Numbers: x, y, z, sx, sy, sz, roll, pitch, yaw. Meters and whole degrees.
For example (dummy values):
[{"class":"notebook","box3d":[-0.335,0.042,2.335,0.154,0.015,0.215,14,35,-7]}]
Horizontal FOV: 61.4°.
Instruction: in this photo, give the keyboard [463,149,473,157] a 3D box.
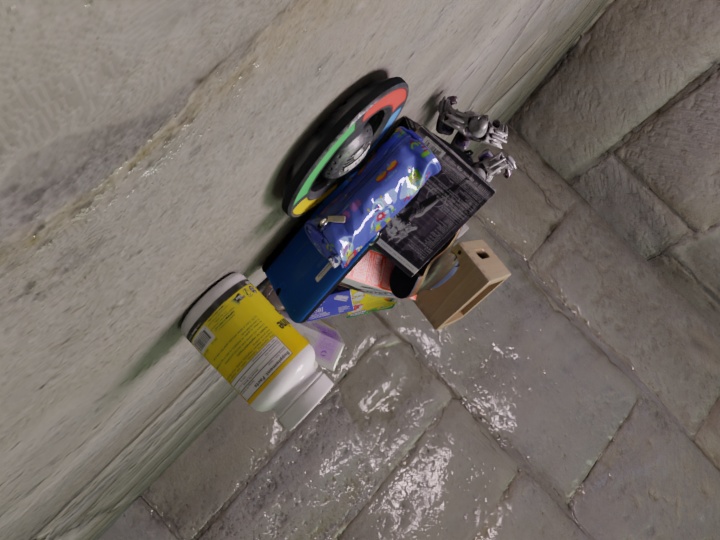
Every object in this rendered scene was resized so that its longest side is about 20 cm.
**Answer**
[{"class":"keyboard","box3d":[0.096,-0.176,1.094,0.197,0.021,0.127,-17,-174,-7]}]

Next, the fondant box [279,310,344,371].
[{"class":"fondant box","box3d":[-0.114,0.115,1.171,0.059,0.143,0.200,-64,-169,4]}]

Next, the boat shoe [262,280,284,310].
[{"class":"boat shoe","box3d":[-0.117,0.022,1.115,0.072,0.076,0.200,-45,177,41]}]

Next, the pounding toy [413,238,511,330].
[{"class":"pounding toy","box3d":[0.198,0.017,1.299,0.184,0.143,0.199,-45,164,26]}]

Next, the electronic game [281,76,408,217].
[{"class":"electronic game","box3d":[-0.017,-0.138,0.693,0.200,0.042,0.200,-46,177,-3]}]

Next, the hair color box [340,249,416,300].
[{"class":"hair color box","box3d":[0.000,0.000,1.063,0.110,0.198,0.065,3,-102,48]}]

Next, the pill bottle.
[{"class":"pill bottle","box3d":[-0.133,0.110,0.809,0.112,0.200,0.112,-45,177,-3]}]

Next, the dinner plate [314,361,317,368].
[{"class":"dinner plate","box3d":[-0.174,0.159,1.080,0.200,0.197,0.025,127,-24,-66]}]

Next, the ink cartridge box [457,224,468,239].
[{"class":"ink cartridge box","box3d":[0.111,-0.113,1.284,0.083,0.200,0.147,-40,174,-26]}]

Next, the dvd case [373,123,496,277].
[{"class":"dvd case","box3d":[0.086,-0.099,0.928,0.200,0.148,0.016,-47,-169,30]}]

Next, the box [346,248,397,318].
[{"class":"box","box3d":[0.026,0.018,1.232,0.115,0.049,0.202,-11,139,-17]}]

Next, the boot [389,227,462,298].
[{"class":"boot","box3d":[0.132,-0.039,1.020,0.096,0.075,0.201,-1,134,-50]}]

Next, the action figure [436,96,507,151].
[{"class":"action figure","box3d":[0.186,-0.256,1.065,0.070,0.129,0.200,-57,-168,3]}]

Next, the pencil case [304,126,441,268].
[{"class":"pencil case","box3d":[0.013,-0.093,0.772,0.200,0.078,0.087,-46,157,-7]}]

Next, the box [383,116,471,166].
[{"class":"box","box3d":[0.071,-0.128,0.998,0.200,0.140,0.080,-47,-146,30]}]

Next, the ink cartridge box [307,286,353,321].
[{"class":"ink cartridge box","box3d":[-0.077,0.043,1.205,0.092,0.045,0.200,-13,-165,-8]}]

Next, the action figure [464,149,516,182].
[{"class":"action figure","box3d":[0.220,-0.180,1.114,0.128,0.070,0.200,-18,-163,18]}]

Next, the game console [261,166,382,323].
[{"class":"game console","box3d":[-0.044,-0.043,0.919,0.200,0.172,0.118,-47,150,23]}]
